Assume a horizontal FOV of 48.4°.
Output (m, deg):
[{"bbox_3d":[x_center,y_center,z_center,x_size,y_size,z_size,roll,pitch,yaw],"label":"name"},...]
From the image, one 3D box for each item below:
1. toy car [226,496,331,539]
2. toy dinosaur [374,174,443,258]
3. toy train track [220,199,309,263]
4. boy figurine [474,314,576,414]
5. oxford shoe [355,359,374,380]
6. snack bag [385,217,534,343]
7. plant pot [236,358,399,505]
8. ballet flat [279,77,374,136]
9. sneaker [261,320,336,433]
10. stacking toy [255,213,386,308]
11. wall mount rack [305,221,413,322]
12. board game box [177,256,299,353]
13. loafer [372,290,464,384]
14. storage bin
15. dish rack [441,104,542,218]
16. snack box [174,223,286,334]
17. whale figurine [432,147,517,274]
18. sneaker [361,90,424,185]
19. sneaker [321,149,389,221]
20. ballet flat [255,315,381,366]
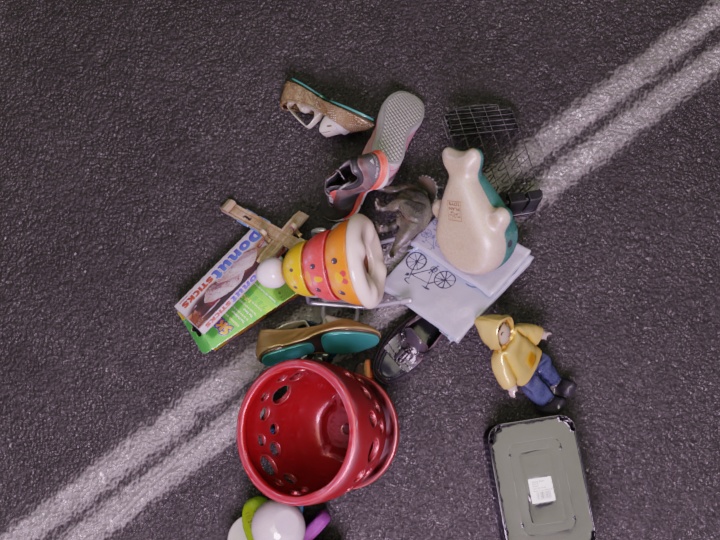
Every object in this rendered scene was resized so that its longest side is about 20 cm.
[{"bbox_3d":[-0.099,0.426,1.227,0.150,0.175,0.200,-23,75,-37],"label":"toy car"},{"bbox_3d":[0.077,-0.100,1.299,0.102,0.077,0.200,-1,35,12],"label":"toy dinosaur"},{"bbox_3d":[-0.164,-0.078,1.344,0.200,0.033,0.115,28,71,31],"label":"toy train track"},{"bbox_3d":[0.256,0.132,1.256,0.200,0.064,0.124,49,68,-21],"label":"boy figurine"},{"bbox_3d":[-0.018,0.240,1.291,0.073,0.071,0.201,7,79,10],"label":"oxford shoe"},{"bbox_3d":[0.149,-0.001,1.309,0.188,0.021,0.200,35,74,33],"label":"snack bag"},{"bbox_3d":[-0.053,0.232,1.178,0.200,0.182,0.201,-4,82,26],"label":"plant pot"},{"bbox_3d":[-0.063,-0.268,1.386,0.200,0.070,0.065,32,95,33],"label":"ballet flat"},{"bbox_3d":[-0.113,0.175,1.313,0.082,0.073,0.200,29,71,12],"label":"sneaker"},{"bbox_3d":[-0.069,-0.001,1.245,0.199,0.146,0.147,-10,78,18],"label":"stacking toy"},{"bbox_3d":[0.000,0.000,1.325,0.173,0.075,0.201,4,70,0],"label":"wall mount rack"},{"bbox_3d":[-0.204,0.051,1.361,0.200,0.030,0.096,-33,77,-7],"label":"board game box"},{"bbox_3d":[0.097,0.101,1.299,0.072,0.063,0.200,45,73,4],"label":"loafer"},{"bbox_3d":[0.274,0.332,1.244,0.135,0.094,0.201,-9,77,1],"label":"storage bin"},{"bbox_3d":[0.217,-0.185,1.353,0.153,0.055,0.201,-8,72,-20],"label":"dish rack"},{"bbox_3d":[-0.216,0.012,1.341,0.072,0.024,0.200,35,75,32],"label":"snack box"},{"bbox_3d":[0.181,-0.097,1.238,0.104,0.159,0.201,-22,110,-33],"label":"whale figurine"},{"bbox_3d":[0.046,-0.220,1.382,0.075,0.105,0.201,26,50,-7],"label":"sneaker"},{"bbox_3d":[-0.032,-0.140,1.306,0.082,0.200,0.077,-6,71,-31],"label":"sneaker"},{"bbox_3d":[-0.069,0.100,1.271,0.199,0.069,0.063,-9,51,-6],"label":"ballet flat"}]
